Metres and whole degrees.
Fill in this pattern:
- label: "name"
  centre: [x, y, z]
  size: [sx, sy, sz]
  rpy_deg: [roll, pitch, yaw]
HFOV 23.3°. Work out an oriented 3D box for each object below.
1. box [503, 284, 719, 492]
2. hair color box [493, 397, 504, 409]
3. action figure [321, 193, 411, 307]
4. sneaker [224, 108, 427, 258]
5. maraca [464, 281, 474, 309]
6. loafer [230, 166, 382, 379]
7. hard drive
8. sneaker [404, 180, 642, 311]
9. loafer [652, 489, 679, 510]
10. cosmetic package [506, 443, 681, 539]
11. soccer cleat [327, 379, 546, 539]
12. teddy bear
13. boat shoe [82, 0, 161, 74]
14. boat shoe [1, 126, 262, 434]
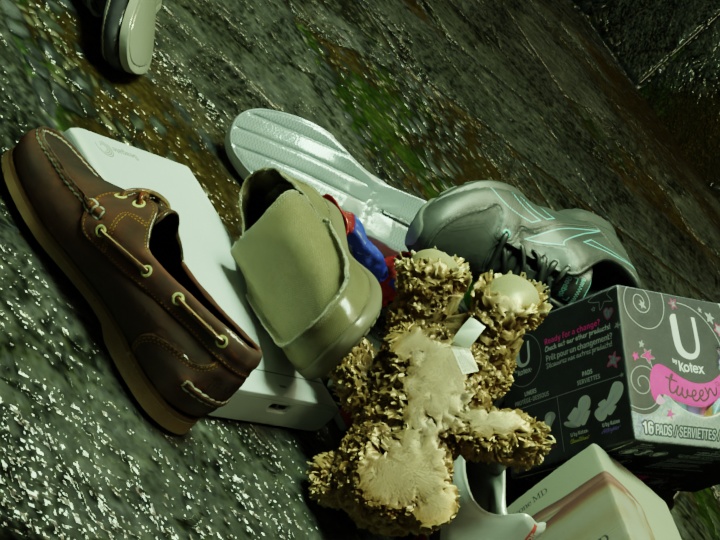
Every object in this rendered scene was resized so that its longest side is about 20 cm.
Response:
- label: "box"
  centre: [0.218, 0.089, 1.273]
  size: [0.199, 0.132, 0.115]
  rpy_deg: [8, 68, -37]
- label: "hair color box"
  centre: [0.160, 0.089, 1.395]
  size: [0.200, 0.099, 0.061]
  rpy_deg: [31, 13, -46]
- label: "action figure"
  centre: [0.000, 0.000, 1.250]
  size: [0.052, 0.065, 0.200]
  rpy_deg: [67, 14, 20]
- label: "sneaker"
  centre: [-0.021, -0.051, 1.333]
  size: [0.200, 0.073, 0.071]
  rpy_deg: [33, -22, -12]
- label: "maraca"
  centre: [0.151, 0.026, 1.468]
  size: [0.200, 0.137, 0.107]
  rpy_deg: [47, 46, -68]
- label: "loafer"
  centre: [-0.042, -0.002, 1.065]
  size: [0.067, 0.076, 0.200]
  rpy_deg: [39, 10, -25]
- label: "hard drive"
  centre: [-0.100, 0.006, 1.061]
  size: [0.200, 0.027, 0.132]
  rpy_deg: [56, 18, 24]
- label: "sneaker"
  centre: [0.126, -0.014, 1.284]
  size: [0.199, 0.076, 0.079]
  rpy_deg: [5, 33, -33]
- label: "loafer"
  centre: [0.201, 0.177, 1.359]
  size: [0.073, 0.071, 0.200]
  rpy_deg: [52, 20, 10]
- label: "cosmetic package"
  centre: [0.161, 0.219, 1.118]
  size: [0.087, 0.103, 0.200]
  rpy_deg: [41, 17, -27]
- label: "soccer cleat"
  centre: [0.047, 0.111, 1.097]
  size: [0.069, 0.085, 0.200]
  rpy_deg: [29, 26, -48]
- label: "teddy bear"
  centre: [0.043, 0.074, 1.045]
  size: [0.144, 0.067, 0.201]
  rpy_deg: [6, 59, -4]
- label: "boat shoe"
  centre: [-0.182, -0.201, 1.294]
  size: [0.062, 0.073, 0.200]
  rpy_deg: [3, 32, -2]
- label: "boat shoe"
  centre: [-0.123, -0.008, 0.960]
  size: [0.200, 0.070, 0.070]
  rpy_deg: [53, 18, 18]
